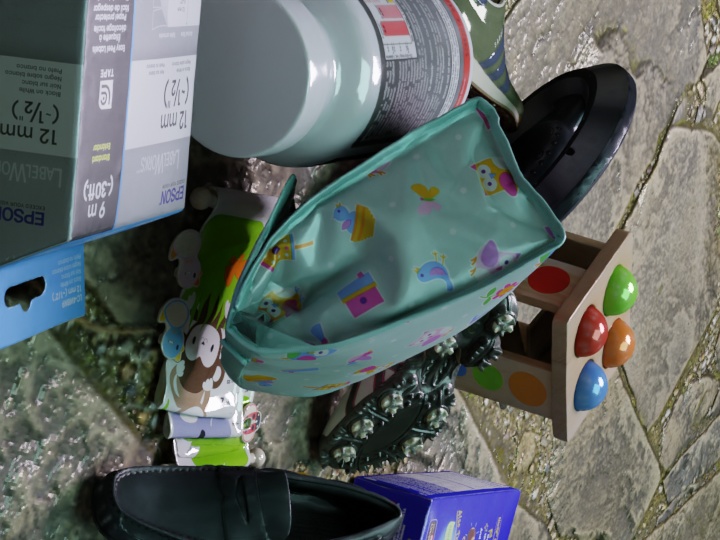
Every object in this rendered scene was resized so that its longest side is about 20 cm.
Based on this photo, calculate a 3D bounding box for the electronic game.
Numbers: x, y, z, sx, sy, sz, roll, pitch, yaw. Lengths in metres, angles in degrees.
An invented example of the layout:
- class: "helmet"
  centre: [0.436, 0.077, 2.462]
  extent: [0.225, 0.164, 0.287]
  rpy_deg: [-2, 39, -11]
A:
- class: "electronic game"
  centre: [0.130, -0.076, 1.399]
  extent: [0.042, 0.199, 0.201]
  rpy_deg: [41, 61, -18]

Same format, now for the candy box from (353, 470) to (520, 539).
- class: "candy box"
  centre: [0.046, 0.253, 1.519]
  extent: [0.200, 0.076, 0.171]
  rpy_deg: [11, 94, -64]

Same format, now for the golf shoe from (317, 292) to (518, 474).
- class: "golf shoe"
  centre: [0.035, 0.065, 1.358]
  extent: [0.077, 0.088, 0.200]
  rpy_deg: [22, 118, -38]

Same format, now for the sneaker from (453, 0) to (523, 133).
- class: "sneaker"
  centre: [0.084, -0.169, 1.351]
  extent: [0.200, 0.067, 0.091]
  rpy_deg: [33, 74, -65]

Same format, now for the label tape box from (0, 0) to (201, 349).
- class: "label tape box"
  centre: [-0.136, -0.061, 0.920]
  extent: [0.143, 0.065, 0.202]
  rpy_deg: [-26, 121, -71]

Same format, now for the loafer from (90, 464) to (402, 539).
- class: "loafer"
  centre: [-0.067, 0.146, 1.138]
  extent: [0.199, 0.069, 0.070]
  rpy_deg: [13, 138, -30]

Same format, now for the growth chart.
- class: "growth chart"
  centre: [-0.088, 0.042, 1.184]
  extent: [0.144, 0.018, 0.202]
  rpy_deg: [-12, 115, -61]

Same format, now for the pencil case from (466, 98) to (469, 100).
- class: "pencil case"
  centre: [0.025, -0.033, 1.300]
  extent: [0.200, 0.091, 0.094]
  rpy_deg: [-54, -177, -32]

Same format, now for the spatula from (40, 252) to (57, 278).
- class: "spatula"
  centre: [-0.179, -0.071, 0.921]
  extent: [0.201, 0.020, 0.057]
  rpy_deg: [81, 29, -44]

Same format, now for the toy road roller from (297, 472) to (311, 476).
- class: "toy road roller"
  centre: [-0.061, 0.248, 1.231]
  extent: [0.145, 0.201, 0.123]
  rpy_deg: [-16, 145, -13]

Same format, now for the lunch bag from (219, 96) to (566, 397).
- class: "lunch bag"
  centre: [0.000, 0.000, 1.110]
  extent: [0.199, 0.123, 0.170]
  rpy_deg: [-29, 175, -10]

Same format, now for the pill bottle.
- class: "pill bottle"
  centre: [-0.022, -0.122, 1.105]
  extent: [0.200, 0.115, 0.117]
  rpy_deg: [-15, 119, -62]

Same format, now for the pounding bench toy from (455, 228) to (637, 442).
- class: "pounding bench toy"
  centre: [0.153, 0.015, 1.501]
  extent: [0.200, 0.155, 0.125]
  rpy_deg: [-49, 146, -42]
